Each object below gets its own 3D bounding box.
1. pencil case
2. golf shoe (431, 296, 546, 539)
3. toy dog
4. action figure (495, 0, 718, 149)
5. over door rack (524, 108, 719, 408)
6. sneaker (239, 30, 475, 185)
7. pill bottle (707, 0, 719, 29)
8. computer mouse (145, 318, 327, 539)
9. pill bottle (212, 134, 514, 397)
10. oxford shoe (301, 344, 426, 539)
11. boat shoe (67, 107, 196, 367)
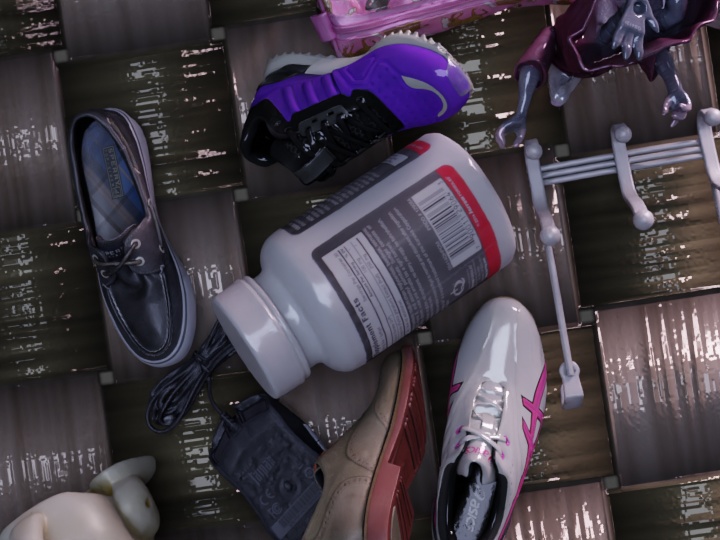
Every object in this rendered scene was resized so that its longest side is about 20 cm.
[{"bbox_3d":[0.061,-0.210,0.981,0.198,0.087,0.084,-14,79,5],"label":"pencil case"},{"bbox_3d":[0.096,0.119,0.975,0.072,0.092,0.202,8,88,4],"label":"golf shoe"},{"bbox_3d":[-0.158,0.246,0.943,0.139,0.194,0.201,-33,81,-10],"label":"toy dog"},{"bbox_3d":[0.157,-0.167,0.922,0.133,0.200,0.150,-8,88,-11],"label":"action figure"},{"bbox_3d":[0.206,-0.008,0.975,0.146,0.067,0.202,-9,89,4],"label":"over door rack"},{"bbox_3d":[-0.010,-0.102,0.938,0.070,0.199,0.100,47,59,-33],"label":"sneaker"},{"bbox_3d":[0.279,-0.283,0.959,0.110,0.111,0.201,29,91,3],"label":"pill bottle"},{"bbox_3d":[-0.052,0.116,1.008,0.200,0.046,0.141,39,96,14],"label":"computer mouse"},{"bbox_3d":[0.000,0.000,0.943,0.199,0.111,0.111,-33,88,-12],"label":"pill bottle"},{"bbox_3d":[0.003,0.123,0.942,0.074,0.201,0.071,-3,124,15],"label":"oxford shoe"},{"bbox_3d":[-0.175,-0.026,0.996,0.069,0.066,0.202,-12,86,13],"label":"boat shoe"}]
